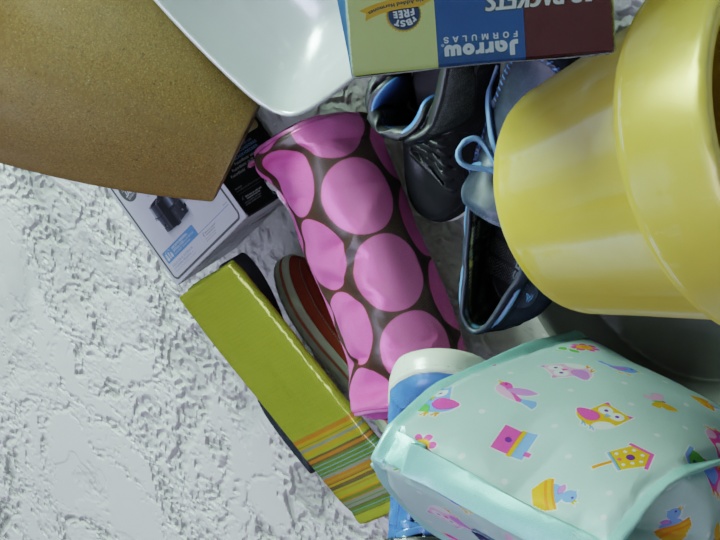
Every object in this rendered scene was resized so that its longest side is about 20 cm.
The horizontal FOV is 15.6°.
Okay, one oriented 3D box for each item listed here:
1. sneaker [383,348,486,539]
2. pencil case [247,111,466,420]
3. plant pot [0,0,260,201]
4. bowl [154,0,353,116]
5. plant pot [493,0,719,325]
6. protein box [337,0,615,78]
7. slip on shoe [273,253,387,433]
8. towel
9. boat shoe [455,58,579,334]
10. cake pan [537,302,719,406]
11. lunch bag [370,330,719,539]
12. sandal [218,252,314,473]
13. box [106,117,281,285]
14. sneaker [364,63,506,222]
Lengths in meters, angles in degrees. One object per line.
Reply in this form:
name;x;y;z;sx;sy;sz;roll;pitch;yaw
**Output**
sneaker;0.049;0.138;1.593;0.076;0.112;0.200;3;147;1
pencil case;0.000;0.000;1.663;0.093;0.091;0.201;-23;86;28
plant pot;-0.162;-0.127;1.657;0.199;0.187;0.187;27;139;-2
bowl;-0.045;-0.212;1.553;0.200;0.075;0.200;46;136;-6
plant pot;0.177;-0.055;1.362;0.188;0.200;0.202;-16;104;48
protein box;0.047;-0.225;1.345;0.200;0.134;0.200;-100;5;-69
slip on shoe;0.014;0.057;1.745;0.061;0.074;0.200;-46;64;7
towel;-0.037;0.080;1.731;0.200;0.018;0.086;51;147;-6
boat shoe;0.097;-0.041;1.511;0.084;0.069;0.201;27;133;33
cake pan;0.175;-0.004;1.540;0.200;0.037;0.201;27;133;33
lunch bag;0.122;0.123;1.480;0.170;0.199;0.123;27;111;31
sandal;-0.047;0.067;1.805;0.076;0.043;0.201;50;162;41
box;-0.140;-0.104;1.792;0.201;0.060;0.117;55;142;3
sneaker;0.038;-0.090;1.567;0.073;0.112;0.201;41;140;20
